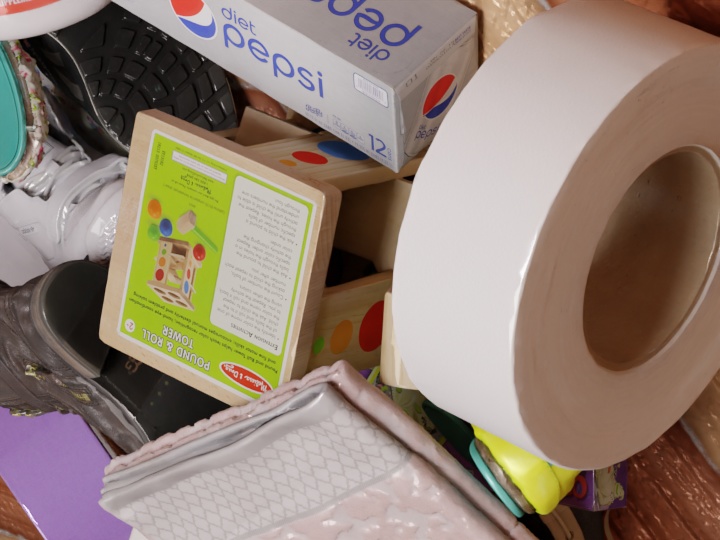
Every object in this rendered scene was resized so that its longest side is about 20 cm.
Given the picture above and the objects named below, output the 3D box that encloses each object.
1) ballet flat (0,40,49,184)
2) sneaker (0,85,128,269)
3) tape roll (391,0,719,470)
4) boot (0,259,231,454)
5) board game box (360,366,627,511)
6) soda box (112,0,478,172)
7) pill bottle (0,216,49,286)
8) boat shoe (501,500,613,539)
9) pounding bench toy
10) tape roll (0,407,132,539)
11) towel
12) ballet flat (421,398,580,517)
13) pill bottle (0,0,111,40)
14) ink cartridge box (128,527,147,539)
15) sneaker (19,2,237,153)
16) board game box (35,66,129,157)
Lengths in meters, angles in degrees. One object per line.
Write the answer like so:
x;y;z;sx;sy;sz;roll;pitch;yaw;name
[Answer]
-0.219;-0.123;1.646;0.200;0.064;0.076;50;115;28;ballet flat
-0.165;-0.044;1.659;0.115;0.075;0.200;48;167;0;sneaker
0.104;-0.016;1.304;0.071;0.202;0.203;25;143;35;tape roll
-0.150;0.064;1.638;0.200;0.069;0.174;51;152;-17;boot
0.064;0.054;1.560;0.200;0.032;0.120;8;95;50;board game box
-0.036;-0.133;1.484;0.200;0.068;0.064;33;150;26;soda box
-0.250;0.006;1.893;0.113;0.113;0.200;52;150;-8;pill bottle
0.108;0.157;1.649;0.071;0.063;0.200;31;148;24;boat shoe
0.000;0.000;1.495;0.200;0.156;0.125;24;113;33;pounding bench toy
-0.184;0.145;1.943;0.200;0.066;0.200;55;176;5;tape roll
-0.011;0.139;1.468;0.191;0.032;0.200;44;138;-19;towel
0.080;0.075;1.453;0.067;0.067;0.200;49;179;-9;ballet flat
-0.192;-0.227;1.527;0.112;0.112;0.200;16;134;44;pill bottle
-0.067;0.122;1.714;0.067;0.117;0.200;34;124;21;ink cartridge box
-0.142;-0.123;1.657;0.200;0.076;0.088;48;167;6;sneaker
-0.192;-0.104;1.763;0.200;0.034;0.135;44;151;8;board game box
